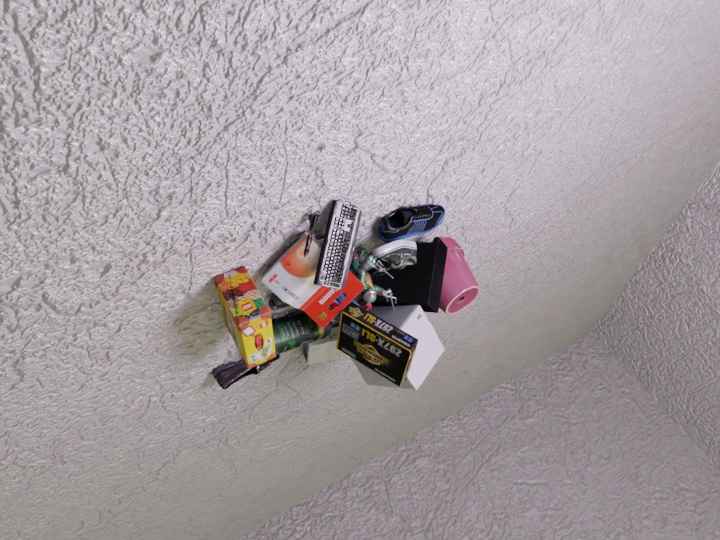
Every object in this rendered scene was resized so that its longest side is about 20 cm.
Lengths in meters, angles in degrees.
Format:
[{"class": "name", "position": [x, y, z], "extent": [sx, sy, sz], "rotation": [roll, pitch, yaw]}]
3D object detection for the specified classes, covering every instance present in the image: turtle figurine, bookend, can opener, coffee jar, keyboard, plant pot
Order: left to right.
[{"class": "coffee jar", "position": [-0.179, 0.169, 1.532], "extent": [0.199, 0.086, 0.104], "rotation": [-16, 163, -31]}, {"class": "can opener", "position": [-0.146, 0.074, 1.462], "extent": [0.199, 0.067, 0.053], "rotation": [-7, 153, -41]}, {"class": "keyboard", "position": [-0.071, -0.063, 1.272], "extent": [0.127, 0.021, 0.201], "rotation": [13, 89, -21]}, {"class": "can opener", "position": [0.000, 0.000, 1.509], "extent": [0.199, 0.064, 0.079], "rotation": [-18, 166, -25]}, {"class": "turtle figurine", "position": [0.016, 0.015, 1.396], "extent": [0.100, 0.200, 0.150], "rotation": [-24, 143, -5]}, {"class": "bookend", "position": [0.132, 0.010, 1.603], "extent": [0.199, 0.200, 0.092], "rotation": [2, 163, 27]}, {"class": "plant pot", "position": [0.262, 0.029, 1.702], "extent": [0.199, 0.179, 0.200], "rotation": [-26, 150, -16]}]

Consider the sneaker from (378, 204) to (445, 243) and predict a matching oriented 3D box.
[{"class": "sneaker", "position": [0.141, -0.135, 1.453], "extent": [0.199, 0.070, 0.078], "rotation": [-24, 156, -17]}]

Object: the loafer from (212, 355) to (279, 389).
[{"class": "loafer", "position": [-0.316, 0.283, 1.584], "extent": [0.199, 0.063, 0.072], "rotation": [-18, 146, -29]}]

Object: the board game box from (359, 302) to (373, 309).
[{"class": "board game box", "position": [0.073, 0.136, 1.773], "extent": [0.199, 0.062, 0.200], "rotation": [-20, 145, -22]}]

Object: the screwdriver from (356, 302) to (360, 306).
[{"class": "screwdriver", "position": [-0.010, 0.103, 1.613], "extent": [0.029, 0.028, 0.200], "rotation": [-21, 139, 17]}]

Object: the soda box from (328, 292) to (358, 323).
[{"class": "soda box", "position": [-0.048, 0.104, 1.488], "extent": [0.064, 0.068, 0.200], "rotation": [-59, 165, -8]}]

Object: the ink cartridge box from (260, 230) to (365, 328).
[{"class": "ink cartridge box", "position": [-0.113, 0.031, 1.325], "extent": [0.162, 0.200, 0.050], "rotation": [-44, -171, 14]}]

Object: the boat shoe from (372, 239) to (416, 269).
[{"class": "boat shoe", "position": [0.103, -0.040, 1.468], "extent": [0.072, 0.071, 0.200], "rotation": [-20, 173, 33]}]

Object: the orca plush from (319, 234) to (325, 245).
[{"class": "orca plush", "position": [-0.064, -0.036, 1.384], "extent": [0.200, 0.105, 0.071], "rotation": [85, 28, -44]}]

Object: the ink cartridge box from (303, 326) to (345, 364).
[{"class": "ink cartridge box", "position": [-0.076, 0.224, 1.730], "extent": [0.199, 0.050, 0.109], "rotation": [-12, 144, -19]}]

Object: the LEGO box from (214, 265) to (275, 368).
[{"class": "LEGO box", "position": [-0.269, 0.112, 1.304], "extent": [0.077, 0.149, 0.200], "rotation": [-23, 148, -20]}]

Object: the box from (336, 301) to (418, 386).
[{"class": "box", "position": [0.038, 0.186, 1.396], "extent": [0.049, 0.200, 0.160], "rotation": [-47, 158, -40]}]

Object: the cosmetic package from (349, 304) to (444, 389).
[{"class": "cosmetic package", "position": [0.090, 0.211, 1.556], "extent": [0.166, 0.200, 0.168], "rotation": [-46, 115, -35]}]
